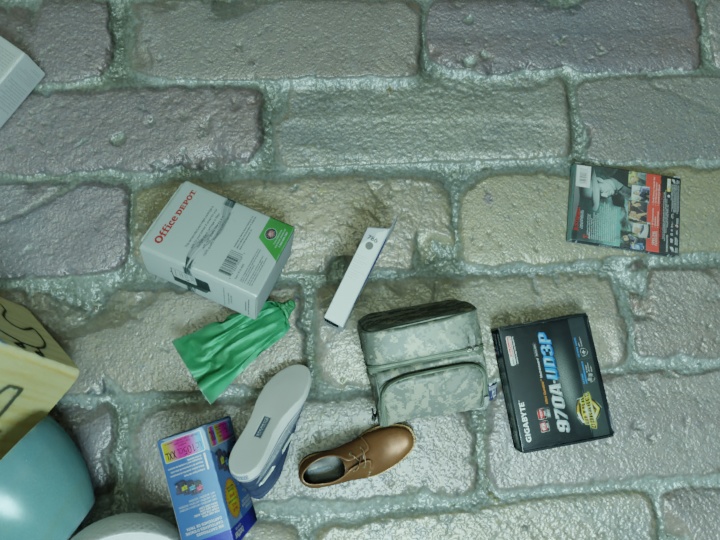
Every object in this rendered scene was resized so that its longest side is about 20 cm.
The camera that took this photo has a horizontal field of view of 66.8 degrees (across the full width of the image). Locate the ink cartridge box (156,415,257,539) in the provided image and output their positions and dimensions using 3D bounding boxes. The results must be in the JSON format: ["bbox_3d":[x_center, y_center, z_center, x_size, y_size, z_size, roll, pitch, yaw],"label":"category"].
[{"bbox_3d":[-0.217,0.329,0.804,0.075,0.137,0.203,-16,81,0],"label":"ink cartridge box"}]

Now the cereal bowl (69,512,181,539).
[{"bbox_3d":[-0.344,0.432,0.787,0.197,0.083,0.203,-8,111,-21],"label":"cereal bowl"}]

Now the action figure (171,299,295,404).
[{"bbox_3d":[-0.187,0.109,0.888,0.199,0.055,0.119,-34,82,-15],"label":"action figure"}]

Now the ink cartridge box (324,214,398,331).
[{"bbox_3d":[0.000,0.000,0.894,0.039,0.100,0.202,27,79,4],"label":"ink cartridge box"}]

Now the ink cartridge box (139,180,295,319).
[{"bbox_3d":[-0.225,-0.035,0.876,0.198,0.083,0.148,24,58,2],"label":"ink cartridge box"}]

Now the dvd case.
[{"bbox_3d":[0.471,-0.109,0.976,0.196,0.022,0.149,8,79,-3],"label":"dvd case"}]

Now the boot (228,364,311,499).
[{"bbox_3d":[-0.134,0.250,0.863,0.072,0.091,0.201,15,51,24],"label":"boot"}]

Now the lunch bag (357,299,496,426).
[{"bbox_3d":[0.102,0.147,0.859,0.197,0.139,0.171,-10,96,-4],"label":"lunch bag"}]

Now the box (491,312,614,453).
[{"bbox_3d":[0.315,0.182,0.903,0.156,0.046,0.204,-8,81,-4],"label":"box"}]

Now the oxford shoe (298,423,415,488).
[{"bbox_3d":[-0.002,0.297,0.855,0.197,0.071,0.072,-20,80,-8],"label":"oxford shoe"}]

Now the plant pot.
[{"bbox_3d":[-0.463,0.332,0.773,0.134,0.200,0.201,41,80,-10],"label":"plant pot"}]

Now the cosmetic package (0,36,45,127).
[{"bbox_3d":[-0.654,-0.302,0.930,0.101,0.071,0.201,34,80,3],"label":"cosmetic package"}]

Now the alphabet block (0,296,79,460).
[{"bbox_3d":[-0.568,0.142,0.763,0.194,0.200,0.197,35,80,26],"label":"alphabet block"}]
